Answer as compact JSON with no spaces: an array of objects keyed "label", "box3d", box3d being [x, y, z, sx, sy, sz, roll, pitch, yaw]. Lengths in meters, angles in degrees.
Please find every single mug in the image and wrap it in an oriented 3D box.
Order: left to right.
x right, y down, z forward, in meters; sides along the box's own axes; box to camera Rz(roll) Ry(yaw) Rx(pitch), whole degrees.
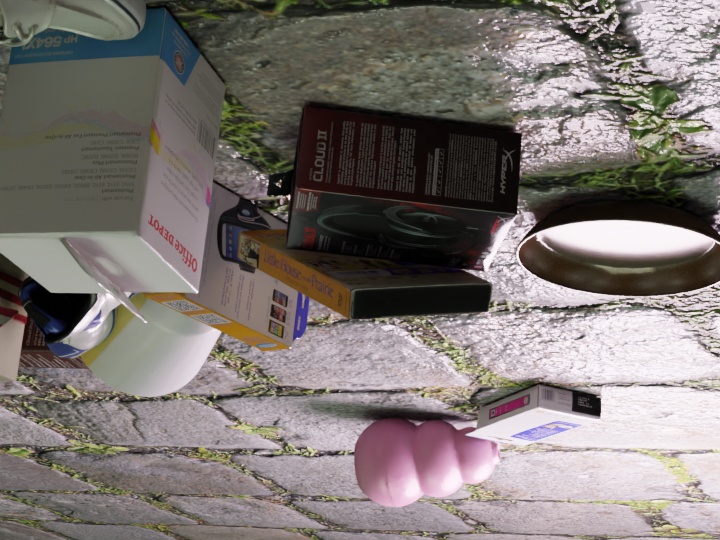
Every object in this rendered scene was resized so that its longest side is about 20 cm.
[{"label":"mug","box3d":[-0.213,0.030,1.538,0.186,0.150,0.153,8,154,-26]}]

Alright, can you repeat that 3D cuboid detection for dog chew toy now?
[{"label":"dog chew toy","box3d":[0.095,0.262,2.148,0.199,0.125,0.125,-7,159,11]}]

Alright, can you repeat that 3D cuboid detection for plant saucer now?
[{"label":"plant saucer","box3d":[0.243,-0.022,1.412,0.199,0.032,0.200,4,161,2]}]

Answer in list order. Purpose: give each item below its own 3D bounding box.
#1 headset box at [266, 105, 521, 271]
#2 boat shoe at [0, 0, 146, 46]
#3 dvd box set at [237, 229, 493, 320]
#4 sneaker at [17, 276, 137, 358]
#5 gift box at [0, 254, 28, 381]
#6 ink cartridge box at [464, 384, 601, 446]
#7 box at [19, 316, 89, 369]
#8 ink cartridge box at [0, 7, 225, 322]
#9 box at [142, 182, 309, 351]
[{"label":"headset box","box3d":[0.022,-0.066,1.283,0.199,0.077,0.149,6,161,-4]},{"label":"boat shoe","box3d":[-0.239,-0.183,1.033,0.200,0.070,0.071,19,157,-32]},{"label":"dvd box set","box3d":[0.000,0.000,1.359,0.146,0.030,0.200,-2,-164,-33]},{"label":"sneaker","box3d":[-0.275,0.027,1.438,0.115,0.081,0.199,-26,172,-40]},{"label":"gift box","box3d":[-0.405,0.006,1.473,0.199,0.185,0.187,0,169,6]},{"label":"ink cartridge box","box3d":[0.224,0.194,2.027,0.094,0.037,0.200,13,157,-21]},{"label":"box","box3d":[-0.368,0.052,1.699,0.199,0.100,0.075,2,161,12]},{"label":"ink cartridge box","box3d":[-0.188,-0.072,1.137,0.125,0.201,0.129,0,160,16]},{"label":"box","box3d":[-0.117,-0.003,1.438,0.041,0.119,0.200,-7,157,33]}]
